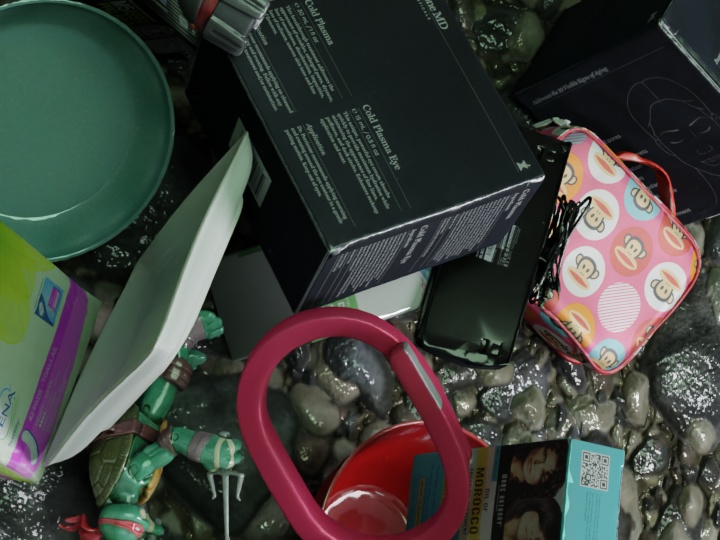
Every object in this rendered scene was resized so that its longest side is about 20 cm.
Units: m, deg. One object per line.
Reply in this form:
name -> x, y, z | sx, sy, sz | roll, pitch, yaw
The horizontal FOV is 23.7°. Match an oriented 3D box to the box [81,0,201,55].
box -> -0.171, -0.264, 1.280 | 0.044, 0.200, 0.162 | -4, 81, 11

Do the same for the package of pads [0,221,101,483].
package of pads -> -0.272, 0.049, 1.178 | 0.200, 0.068, 0.156 | 48, 54, -54

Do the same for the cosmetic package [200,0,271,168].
cosmetic package -> -0.074, -0.187, 1.365 | 0.090, 0.107, 0.202 | -7, 83, -30

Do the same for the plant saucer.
plant saucer -> -0.236, -0.104, 1.254 | 0.198, 0.036, 0.202 | -10, 116, -20

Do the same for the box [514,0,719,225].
box -> 0.280, -0.157, 1.514 | 0.196, 0.199, 0.124 | 42, 58, -18

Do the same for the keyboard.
keyboard -> 0.112, -0.014, 1.325 | 0.103, 0.040, 0.201 | 20, 72, -2

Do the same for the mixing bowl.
mixing bowl -> 0.028, 0.222, 1.352 | 0.199, 0.108, 0.202 | 5, 79, -29

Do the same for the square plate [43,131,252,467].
square plate -> -0.142, 0.025, 1.192 | 0.028, 0.198, 0.201 | 31, 50, -14

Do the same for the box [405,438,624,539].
box -> 0.106, 0.170, 1.228 | 0.049, 0.200, 0.083 | 15, 74, -28

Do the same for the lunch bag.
lunch bag -> 0.199, -0.030, 1.489 | 0.176, 0.082, 0.200 | -48, 111, -8

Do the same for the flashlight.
flashlight -> -0.149, -0.223, 1.148 | 0.199, 0.068, 0.068 | 31, 31, -6

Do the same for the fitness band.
fitness band -> -0.004, 0.120, 1.218 | 0.201, 0.143, 0.037 | 62, 14, -15

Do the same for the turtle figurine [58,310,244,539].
turtle figurine -> -0.148, 0.134, 1.244 | 0.100, 0.149, 0.201 | 26, 56, -28

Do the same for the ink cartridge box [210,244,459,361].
ink cartridge box -> 0.000, 0.000, 1.353 | 0.199, 0.145, 0.088 | -18, 91, -32

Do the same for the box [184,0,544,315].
box -> 0.000, -0.098, 1.237 | 0.181, 0.104, 0.201 | -19, 70, -24
